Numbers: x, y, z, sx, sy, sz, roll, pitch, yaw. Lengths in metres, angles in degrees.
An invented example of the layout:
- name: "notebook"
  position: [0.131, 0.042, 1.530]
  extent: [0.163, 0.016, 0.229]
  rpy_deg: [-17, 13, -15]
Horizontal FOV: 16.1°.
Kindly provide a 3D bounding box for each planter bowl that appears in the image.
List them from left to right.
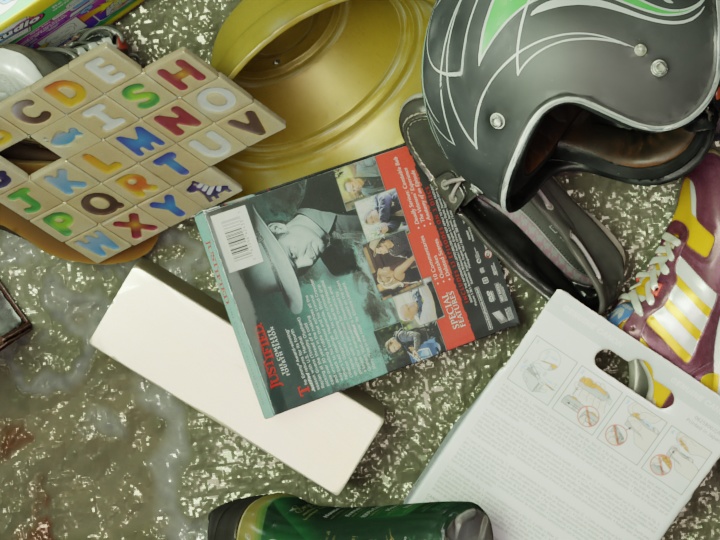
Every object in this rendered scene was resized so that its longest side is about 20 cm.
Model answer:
- name: "planter bowl"
  position: [-0.038, -0.139, 1.704]
  extent: [0.200, 0.200, 0.084]
  rpy_deg: [-36, 59, 3]

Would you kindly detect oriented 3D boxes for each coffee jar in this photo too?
- name: "coffee jar"
  position: [-0.010, 0.205, 1.720]
  extent: [0.199, 0.085, 0.105]
  rpy_deg: [0, 97, 30]

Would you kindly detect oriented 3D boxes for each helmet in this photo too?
- name: "helmet"
  position: [0.133, -0.138, 1.625]
  extent: [0.189, 0.200, 0.201]
  rpy_deg: [-1, 95, 6]

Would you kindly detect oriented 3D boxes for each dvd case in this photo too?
- name: "dvd case"
  position: [0.000, 0.000, 1.721]
  extent: [0.199, 0.022, 0.147]
  rpy_deg: [-20, 90, -27]

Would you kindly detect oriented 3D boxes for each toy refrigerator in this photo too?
- name: "toy refrigerator"
  position: [-0.085, 0.074, 1.749]
  extent: [0.199, 0.076, 0.070]
  rpy_deg: [31, 94, -3]

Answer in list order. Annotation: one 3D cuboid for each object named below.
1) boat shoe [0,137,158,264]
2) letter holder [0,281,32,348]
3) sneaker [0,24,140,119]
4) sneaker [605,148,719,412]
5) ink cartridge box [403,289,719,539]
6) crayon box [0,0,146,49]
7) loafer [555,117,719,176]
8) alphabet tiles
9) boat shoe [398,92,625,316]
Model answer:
- name: "boat shoe"
  position: [-0.234, -0.061, 1.736]
  extent: [0.199, 0.070, 0.071]
  rpy_deg: [17, 111, -22]
- name: "letter holder"
  position: [-0.337, 0.063, 1.713]
  extent: [0.200, 0.142, 0.101]
  rpy_deg: [-36, 94, 3]
- name: "sneaker"
  position: [-0.192, -0.130, 1.684]
  extent: [0.077, 0.200, 0.082]
  rpy_deg: [12, 83, 20]
- name: "sneaker"
  position: [0.214, 0.017, 1.744]
  extent: [0.089, 0.075, 0.201]
  rpy_deg: [1, 94, -6]
- name: "ink cartridge box"
  position: [0.146, 0.133, 1.755]
  extent: [0.162, 0.057, 0.201]
  rpy_deg: [33, 99, -2]
- name: "crayon box"
  position: [-0.215, -0.182, 1.674]
  extent: [0.199, 0.173, 0.058]
  rpy_deg: [-33, 85, 2]
- name: "loafer"
  position: [0.175, -0.095, 1.746]
  extent: [0.199, 0.072, 0.063]
  rpy_deg: [-3, 115, 6]
- name: "alphabet tiles"
  position: [-0.154, -0.078, 1.638]
  extent: [0.199, 0.008, 0.167]
  rpy_deg: [-25, 139, 31]
- name: "boat shoe"
  position: [0.103, -0.042, 1.721]
  extent: [0.200, 0.057, 0.067]
  rpy_deg: [40, 128, -17]
